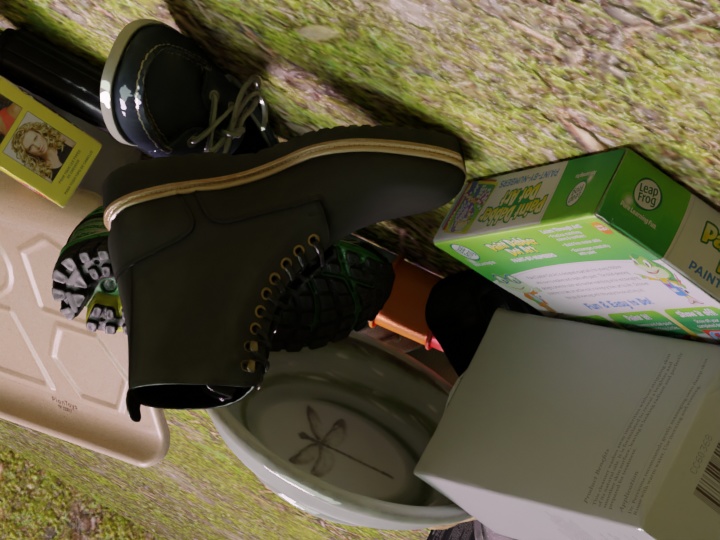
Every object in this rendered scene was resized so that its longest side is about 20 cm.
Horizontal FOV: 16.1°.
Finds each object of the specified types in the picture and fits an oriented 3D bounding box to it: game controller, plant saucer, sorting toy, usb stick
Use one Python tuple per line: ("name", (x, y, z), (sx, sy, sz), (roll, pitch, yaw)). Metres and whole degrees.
("game controller", (0.113, 0.086, 1.538), (0.104, 0.042, 0.201), (-10, 114, 59))
("plant saucer", (-0.013, 0.100, 1.507), (0.199, 0.050, 0.200), (20, -154, -10))
("sorting toy", (-0.210, 0.021, 1.684), (0.184, 0.036, 0.201), (15, 129, 36))
("usb stick", (-0.136, -0.092, 1.571), (0.199, 0.033, 0.055), (28, 173, 4))

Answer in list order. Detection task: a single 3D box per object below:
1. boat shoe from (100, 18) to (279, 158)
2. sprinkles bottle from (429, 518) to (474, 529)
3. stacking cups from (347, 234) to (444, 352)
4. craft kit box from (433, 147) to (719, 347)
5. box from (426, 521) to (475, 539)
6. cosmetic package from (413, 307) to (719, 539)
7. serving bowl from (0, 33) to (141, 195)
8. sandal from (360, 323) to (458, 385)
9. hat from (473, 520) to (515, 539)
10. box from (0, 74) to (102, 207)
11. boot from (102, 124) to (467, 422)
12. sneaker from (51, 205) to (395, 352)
("boat shoe", (-0.089, -0.080, 1.433), (0.062, 0.075, 0.200), (24, 167, 22))
("sprinkles bottle", (0.113, 0.120, 1.635), (0.068, 0.069, 0.199), (36, 144, -30))
("stacking cups", (0.000, 0.000, 1.605), (0.199, 0.061, 0.061), (21, 165, 8))
("craft kit box", (0.161, 0.013, 1.346), (0.197, 0.049, 0.200), (31, 166, -18))
("box", (0.171, 0.213, 1.867), (0.199, 0.125, 0.197), (31, 164, -8))
("cosmetic package", (0.133, 0.095, 1.376), (0.081, 0.113, 0.199), (37, 165, -31))
("serving bowl", (-0.248, -0.099, 1.696), (0.199, 0.066, 0.200), (27, 165, 8))
("sandal", (0.005, 0.036, 1.666), (0.200, 0.080, 0.057), (28, 152, 6))
("hat", (0.180, 0.163, 1.716), (0.200, 0.202, 0.081), (24, -155, 18))
("box", (-0.255, -0.113, 1.539), (0.200, 0.050, 0.075), (33, 177, -32))
("boot", (-0.036, 0.005, 1.355), (0.198, 0.139, 0.078), (-11, 154, 10))
("sneaker", (-0.078, -0.010, 1.497), (0.198, 0.085, 0.078), (7, 126, 0))
